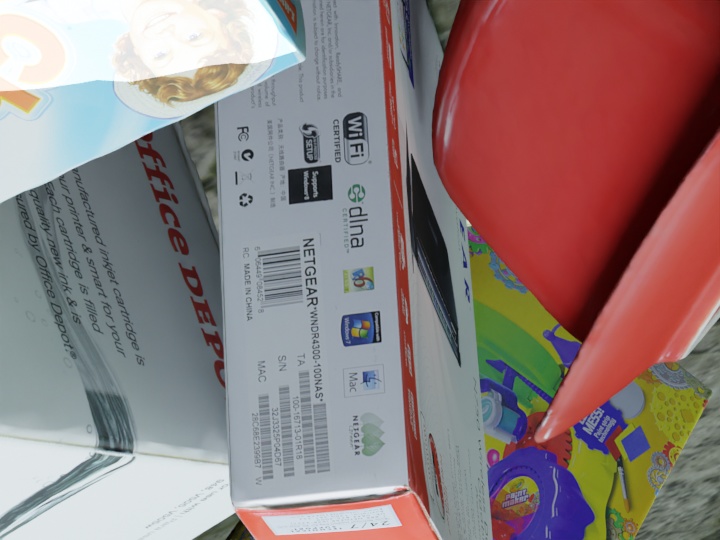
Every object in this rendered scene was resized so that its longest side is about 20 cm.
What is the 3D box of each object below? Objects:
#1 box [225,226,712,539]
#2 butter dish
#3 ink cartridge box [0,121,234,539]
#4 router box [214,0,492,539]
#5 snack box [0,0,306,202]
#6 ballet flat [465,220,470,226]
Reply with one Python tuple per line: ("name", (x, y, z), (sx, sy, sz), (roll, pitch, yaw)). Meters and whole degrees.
("box", (0.010, 0.122, 1.012), (0.200, 0.122, 0.193), (-54, 179, -42))
("butter dish", (0.086, -0.085, 0.757), (0.200, 0.148, 0.200), (-45, 169, -35))
("ink cartridge box", (-0.124, 0.005, 0.735), (0.083, 0.147, 0.200), (-33, 154, 27))
("router box", (0.000, 0.000, 0.774), (0.049, 0.201, 0.180), (-7, 157, 8))
("snack box", (-0.125, -0.052, 0.547), (0.200, 0.037, 0.116), (-24, 131, 14))
("ballet flat", (0.102, -0.064, 0.897), (0.200, 0.067, 0.057), (-27, 148, 3))
